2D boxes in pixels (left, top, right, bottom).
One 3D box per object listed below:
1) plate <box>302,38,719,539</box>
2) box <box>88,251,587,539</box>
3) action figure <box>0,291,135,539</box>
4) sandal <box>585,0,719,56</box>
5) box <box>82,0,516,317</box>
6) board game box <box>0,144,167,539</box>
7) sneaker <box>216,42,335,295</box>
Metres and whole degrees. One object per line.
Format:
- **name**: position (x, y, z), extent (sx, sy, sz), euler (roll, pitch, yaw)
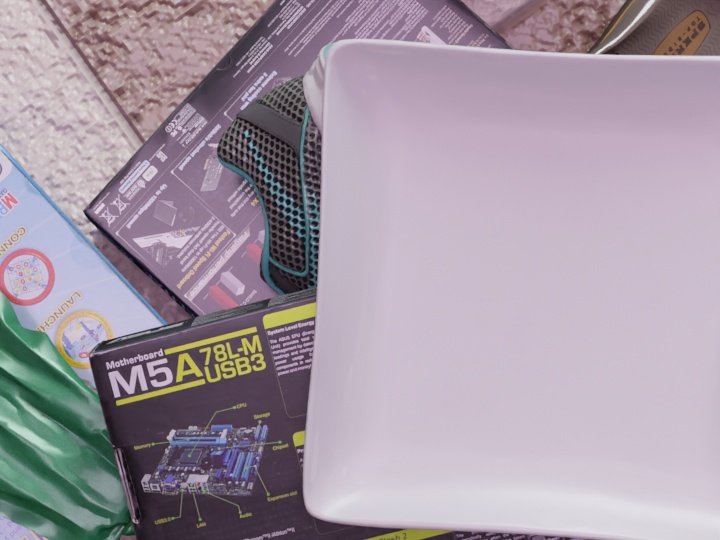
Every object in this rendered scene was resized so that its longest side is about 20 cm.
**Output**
- **plate**: position (0.080, 0.009, 1.029), extent (0.199, 0.032, 0.200), euler (3, 92, 9)
- **box**: position (0.001, 0.101, 1.086), extent (0.199, 0.048, 0.194), euler (-15, 93, 3)
- **action figure**: position (-0.159, 0.069, 1.137), extent (0.200, 0.055, 0.118), euler (30, 83, 9)
- **sandal**: position (0.123, -0.059, 1.157), extent (0.200, 0.055, 0.082), euler (-49, 121, -14)
- **box**: position (-0.009, -0.047, 1.205), extent (0.158, 0.050, 0.200), euler (41, 86, 6)
- **board game box**: position (-0.197, 0.057, 1.196), extent (0.200, 0.056, 0.196), euler (-43, 84, -3)
- **sneaker**: position (0.000, 0.000, 1.147), extent (0.091, 0.078, 0.201), euler (-21, 93, 25)
